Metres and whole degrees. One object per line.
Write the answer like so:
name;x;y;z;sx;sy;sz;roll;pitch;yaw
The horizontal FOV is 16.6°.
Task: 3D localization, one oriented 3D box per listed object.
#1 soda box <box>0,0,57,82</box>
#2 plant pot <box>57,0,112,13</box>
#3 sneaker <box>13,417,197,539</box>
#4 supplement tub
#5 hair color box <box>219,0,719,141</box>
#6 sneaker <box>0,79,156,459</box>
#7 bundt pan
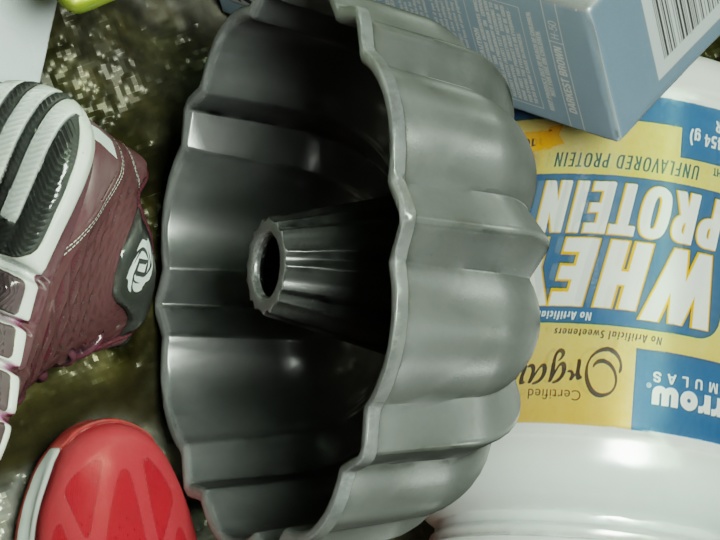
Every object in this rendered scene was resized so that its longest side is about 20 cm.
soda box;-0.199;-0.110;0.827;0.199;0.063;0.069;23;69;-38
plant pot;-0.069;-0.215;0.820;0.198;0.182;0.200;-30;72;-26
sneaker;-0.065;0.145;0.839;0.078;0.115;0.202;-2;80;-27
supplement tub;0.090;0.030;0.927;0.144;0.144;0.202;12;74;-24
hair color box;0.041;-0.123;0.906;0.099;0.199;0.061;-44;136;-27
sneaker;-0.124;0.039;0.861;0.075;0.115;0.201;29;94;25
bundt pan;0.000;0.000;0.854;0.075;0.202;0.204;3;78;-26
